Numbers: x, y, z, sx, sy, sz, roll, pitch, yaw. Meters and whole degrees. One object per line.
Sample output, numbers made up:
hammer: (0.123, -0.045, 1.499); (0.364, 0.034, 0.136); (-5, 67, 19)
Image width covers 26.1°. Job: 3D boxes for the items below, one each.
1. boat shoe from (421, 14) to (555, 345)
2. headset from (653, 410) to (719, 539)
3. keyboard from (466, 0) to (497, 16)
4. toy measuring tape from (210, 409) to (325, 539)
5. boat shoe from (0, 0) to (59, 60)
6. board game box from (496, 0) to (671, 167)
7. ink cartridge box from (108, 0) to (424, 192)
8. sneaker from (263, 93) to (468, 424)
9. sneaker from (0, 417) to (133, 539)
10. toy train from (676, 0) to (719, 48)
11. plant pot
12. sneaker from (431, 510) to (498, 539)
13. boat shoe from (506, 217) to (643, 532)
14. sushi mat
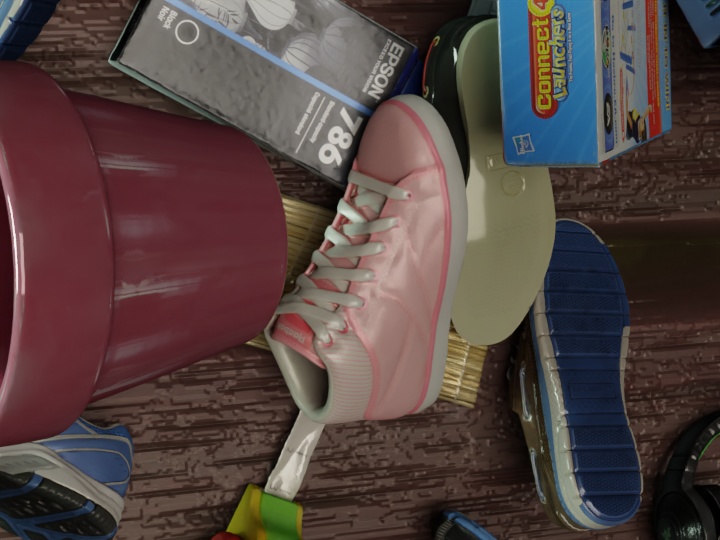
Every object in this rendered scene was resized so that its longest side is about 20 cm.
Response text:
boat shoe: (0.075, -0.056, 0.953); (0.074, 0.063, 0.202); (-6, 104, -21)
headset: (0.249, 0.192, 1.068); (0.123, 0.094, 0.200); (25, 75, -15)
keyboard: (0.083, -0.126, 0.983); (0.056, 0.011, 0.200); (16, 93, -28)
toy measuring tape: (-0.047, 0.155, 0.952); (0.073, 0.074, 0.200); (25, 93, -19)
boat shoe: (-0.186, -0.205, 0.856); (0.072, 0.072, 0.200); (26, 92, -2)
board game box: (0.133, -0.170, 0.904); (0.056, 0.196, 0.200); (1, 100, 22)
ink cartridge box: (-0.041, -0.121, 0.934); (0.200, 0.039, 0.100); (27, 89, -20)
sneaker: (0.000, 0.000, 0.910); (0.105, 0.075, 0.201); (-12, 114, -36)
sneaker: (-0.224, 0.091, 0.898); (0.200, 0.076, 0.077); (29, 44, -8)
toy train: (0.287, -0.169, 0.981); (0.200, 0.087, 0.114); (-11, 70, -41)
plant pot: (-0.146, -0.013, 0.841); (0.179, 0.200, 0.200); (-5, 100, -37)
sneaker: (0.078, 0.253, 1.009); (0.083, 0.071, 0.200); (-17, 106, -21)
boat shoe: (0.126, 0.067, 0.991); (0.072, 0.072, 0.200); (8, 70, -27)
sushi mat: (-0.003, 0.017, 0.979); (0.200, 0.012, 0.096); (17, 94, -19)
